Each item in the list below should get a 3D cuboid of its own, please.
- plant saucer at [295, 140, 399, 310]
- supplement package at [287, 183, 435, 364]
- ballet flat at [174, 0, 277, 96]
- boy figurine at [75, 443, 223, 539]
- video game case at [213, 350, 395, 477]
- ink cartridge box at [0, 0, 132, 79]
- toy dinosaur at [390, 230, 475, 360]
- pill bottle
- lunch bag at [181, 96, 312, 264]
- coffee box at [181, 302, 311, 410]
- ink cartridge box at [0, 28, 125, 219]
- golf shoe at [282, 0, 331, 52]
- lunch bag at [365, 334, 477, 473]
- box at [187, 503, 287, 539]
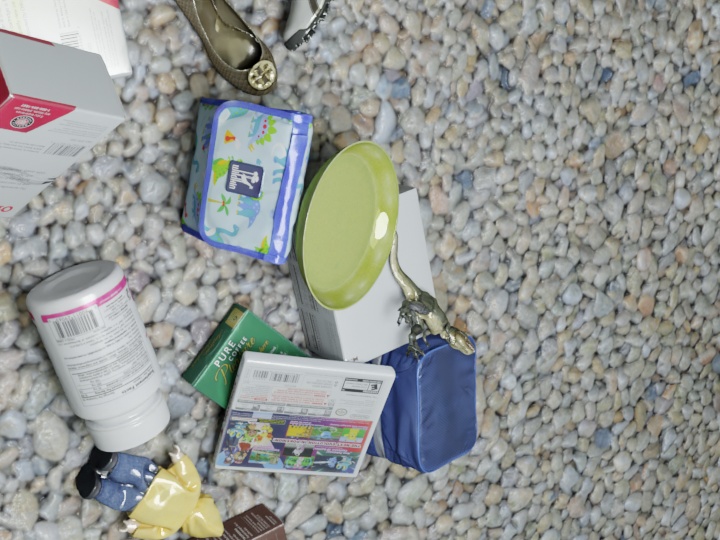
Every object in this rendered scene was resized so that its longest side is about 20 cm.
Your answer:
[{"bbox_3d":[-0.019,-0.054,1.195,0.200,0.031,0.201,-30,127,-50],"label":"plant saucer"},{"bbox_3d":[0.000,0.000,1.341,0.155,0.111,0.201,-21,112,-25],"label":"supplement package"},{"bbox_3d":[-0.162,-0.288,1.210,0.067,0.046,0.200,-44,120,-14],"label":"ballet flat"},{"bbox_3d":[-0.250,0.279,1.283,0.199,0.064,0.125,32,84,-34],"label":"boy figurine"},{"bbox_3d":[-0.074,0.189,1.313,0.199,0.023,0.183,7,122,-19],"label":"video game case"},{"bbox_3d":[-0.359,-0.261,1.074,0.199,0.083,0.146,-17,110,-27],"label":"ink cartridge box"},{"bbox_3d":[0.075,0.054,1.301,0.200,0.047,0.088,54,41,-26],"label":"toy dinosaur"},{"bbox_3d":[-0.297,0.100,1.181,0.113,0.113,0.201,-26,114,-24],"label":"pill bottle"},{"bbox_3d":[-0.124,-0.107,1.187,0.127,0.200,0.171,5,100,-32],"label":"lunch bag"},{"bbox_3d":[-0.122,0.145,1.340,0.200,0.044,0.123,39,82,-33],"label":"coffee box"},{"bbox_3d":[-0.358,-0.138,1.015,0.145,0.199,0.084,1,61,-58],"label":"ink cartridge box"},{"bbox_3d":[-0.066,-0.368,1.246,0.094,0.078,0.201,24,87,-16],"label":"golf shoe"},{"bbox_3d":[0.073,0.179,1.419,0.135,0.132,0.202,-14,109,-45],"label":"lunch bag"},{"bbox_3d":[-0.190,0.401,1.344,0.199,0.075,0.101,-22,112,-24],"label":"box"}]
